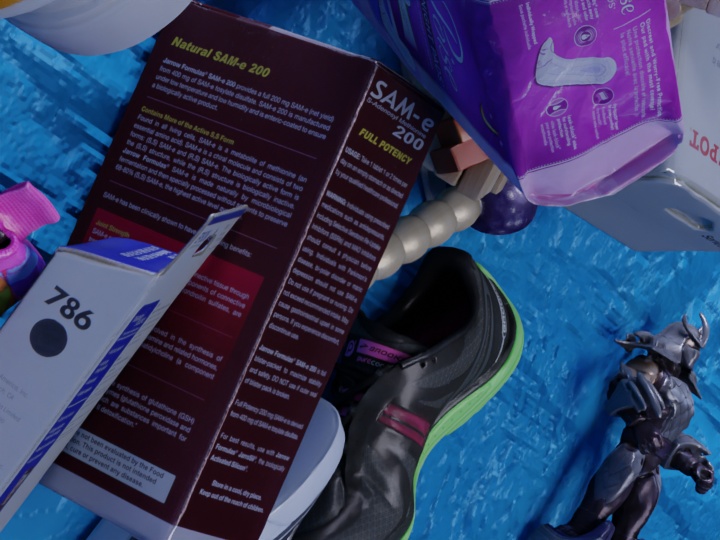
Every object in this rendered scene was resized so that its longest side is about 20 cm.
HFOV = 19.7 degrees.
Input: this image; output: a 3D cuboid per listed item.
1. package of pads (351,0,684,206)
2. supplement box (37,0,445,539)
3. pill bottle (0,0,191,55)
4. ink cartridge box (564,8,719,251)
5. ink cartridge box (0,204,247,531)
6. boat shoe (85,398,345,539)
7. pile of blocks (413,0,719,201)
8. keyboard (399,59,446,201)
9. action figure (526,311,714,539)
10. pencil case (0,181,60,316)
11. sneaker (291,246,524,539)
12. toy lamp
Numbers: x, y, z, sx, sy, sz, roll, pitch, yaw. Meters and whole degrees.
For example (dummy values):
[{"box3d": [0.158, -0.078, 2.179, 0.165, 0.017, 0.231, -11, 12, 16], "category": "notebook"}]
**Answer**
[{"box3d": [0.047, -0.124, 0.817, 0.076, 0.200, 0.121, -24, 130, -9], "category": "package of pads"}, {"box3d": [-0.059, 0.003, 0.819, 0.061, 0.109, 0.200, 26, 87, -55], "category": "supplement box"}, {"box3d": [-0.131, -0.146, 0.637, 0.200, 0.116, 0.116, 31, 82, -54], "category": "pill bottle"}, {"box3d": [0.153, -0.120, 1.011, 0.145, 0.087, 0.200, 23, 69, -55], "category": "ink cartridge box"}, {"box3d": [-0.118, 0.046, 0.742, 0.200, 0.039, 0.099, -52, 179, 4], "category": "ink cartridge box"}, {"box3d": [-0.077, 0.137, 0.897, 0.200, 0.072, 0.068, -47, 138, -24], "category": "boat shoe"}, {"box3d": [0.088, -0.105, 0.894, 0.200, 0.082, 0.062, -36, 179, 25], "category": "pile of blocks"}, {"box3d": [0.035, -0.121, 0.967, 0.056, 0.011, 0.200, -38, 135, -29], "category": "keyboard"}, {"box3d": [0.162, 0.116, 1.210, 0.130, 0.069, 0.200, 34, 77, -49], "category": "action figure"}, {"box3d": [-0.190, 0.041, 0.687, 0.200, 0.088, 0.088, -54, 142, -19], "category": "pencil case"}, {"box3d": [0.004, 0.066, 0.977, 0.200, 0.077, 0.084, -56, 137, -33], "category": "sneaker"}, {"box3d": [0.000, 0.000, 0.935, 0.200, 0.058, 0.058, -30, 130, -36], "category": "toy lamp"}]
